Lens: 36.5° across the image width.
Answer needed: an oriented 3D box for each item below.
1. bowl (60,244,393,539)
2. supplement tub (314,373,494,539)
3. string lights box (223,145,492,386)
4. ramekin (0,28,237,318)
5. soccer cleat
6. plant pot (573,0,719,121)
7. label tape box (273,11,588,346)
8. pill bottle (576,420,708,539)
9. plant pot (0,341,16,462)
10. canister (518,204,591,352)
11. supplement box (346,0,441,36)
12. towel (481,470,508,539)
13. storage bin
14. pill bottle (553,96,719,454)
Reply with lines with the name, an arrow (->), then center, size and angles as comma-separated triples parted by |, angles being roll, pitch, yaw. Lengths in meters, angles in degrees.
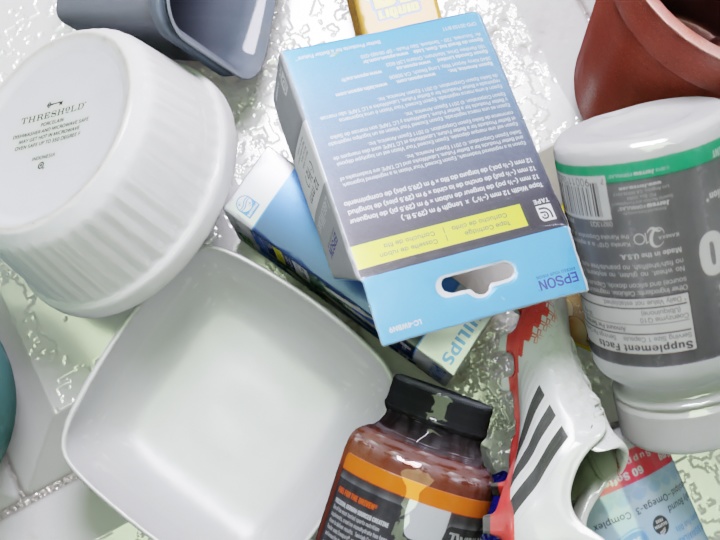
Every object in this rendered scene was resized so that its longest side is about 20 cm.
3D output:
bowl -> -0.093, 0.105, 0.799 | 0.198, 0.075, 0.201 | 34, 84, 6
supplement tub -> 0.024, 0.175, 0.716 | 0.105, 0.107, 0.203 | 18, 88, 4
string lights box -> 0.000, 0.000, 0.799 | 0.199, 0.103, 0.059 | 36, 82, 7
ramekin -> -0.193, -0.077, 0.776 | 0.199, 0.094, 0.206 | -14, 60, 26
soccer cleat -> 0.133, 0.096, 0.706 | 0.084, 0.069, 0.203 | -5, 55, 27
plant pot -> 0.244, -0.173, 0.763 | 0.197, 0.196, 0.204 | 2, 69, -4
label tape box -> 0.040, -0.053, 0.692 | 0.141, 0.066, 0.203 | -14, 72, -16
pill bottle -> 0.194, 0.212, 0.757 | 0.107, 0.109, 0.203 | -23, 81, -3
plant pot -> -0.332, 0.094, 0.762 | 0.196, 0.161, 0.205 | 0, 81, 2
canister -> 0.230, 0.012, 0.798 | 0.197, 0.087, 0.151 | 24, 90, 7
supplement box -> 0.030, -0.185, 0.848 | 0.065, 0.069, 0.204 | -14, 79, -1
towel -> 0.069, 0.260, 0.783 | 0.145, 0.050, 0.203 | -18, 81, -1
storage bin -> -0.141, -0.252, 0.839 | 0.132, 0.145, 0.204 | 5, 80, 30
pill bottle -> 0.193, 0.003, 0.688 | 0.111, 0.113, 0.203 | -15, 106, -1
